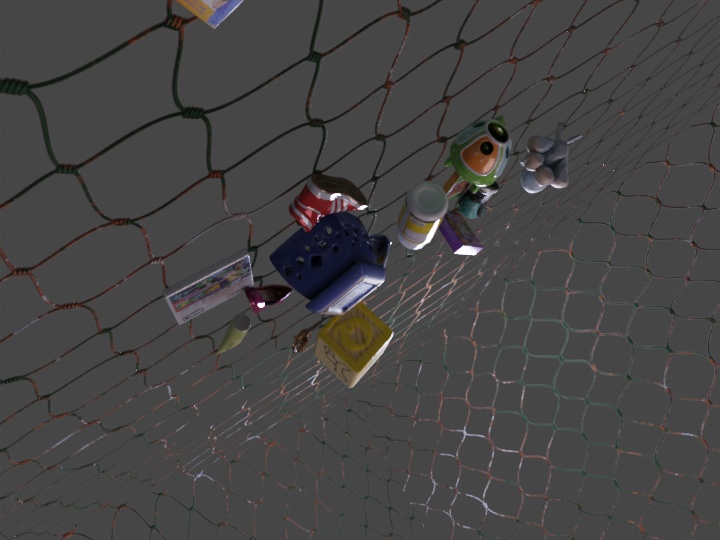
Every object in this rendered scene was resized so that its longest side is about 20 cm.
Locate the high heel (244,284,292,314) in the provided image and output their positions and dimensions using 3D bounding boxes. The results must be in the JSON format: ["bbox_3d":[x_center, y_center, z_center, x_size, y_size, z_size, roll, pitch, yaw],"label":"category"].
[{"bbox_3d":[-0.222,0.060,1.668,0.094,0.069,0.200,-23,171,1],"label":"high heel"}]

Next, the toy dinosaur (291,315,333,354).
[{"bbox_3d":[-0.179,0.209,2.251,0.199,0.060,0.107,-41,-171,27],"label":"toy dinosaur"}]

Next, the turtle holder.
[{"bbox_3d":[0.296,-0.283,1.597,0.183,0.143,0.132,-17,157,-40],"label":"turtle holder"}]

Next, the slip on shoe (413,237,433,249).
[{"bbox_3d":[0.185,-0.103,2.030,0.073,0.062,0.201,-31,165,-13],"label":"slip on shoe"}]

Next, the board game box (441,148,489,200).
[{"bbox_3d":[0.276,-0.251,1.856,0.094,0.030,0.200,-22,162,-37],"label":"board game box"}]

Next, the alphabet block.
[{"bbox_3d":[-0.029,0.244,2.295,0.197,0.194,0.201,-46,171,-23],"label":"alphabet block"}]

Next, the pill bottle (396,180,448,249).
[{"bbox_3d":[0.155,-0.137,1.784,0.110,0.113,0.201,-27,163,-19],"label":"pill bottle"}]

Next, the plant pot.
[{"bbox_3d":[-0.064,-0.009,1.606,0.198,0.182,0.199,-37,164,14],"label":"plant pot"}]

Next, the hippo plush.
[{"bbox_3d":[0.520,-0.320,1.997,0.160,0.156,0.205,-27,-138,67],"label":"hippo plush"}]

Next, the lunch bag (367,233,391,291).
[{"bbox_3d":[0.000,0.000,1.857,0.198,0.128,0.170,-35,167,-19],"label":"lunch bag"}]

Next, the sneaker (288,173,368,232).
[{"bbox_3d":[-0.071,-0.135,1.430,0.112,0.072,0.198,-45,153,23],"label":"sneaker"}]

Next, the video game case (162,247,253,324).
[{"bbox_3d":[-0.331,0.038,1.507,0.197,0.023,0.183,-28,163,-16],"label":"video game case"}]

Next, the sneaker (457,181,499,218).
[{"bbox_3d":[0.321,-0.203,1.892,0.122,0.083,0.200,-58,174,16],"label":"sneaker"}]

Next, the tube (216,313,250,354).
[{"bbox_3d":[-0.339,0.178,1.842,0.057,0.053,0.200,18,149,-14],"label":"tube"}]

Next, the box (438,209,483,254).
[{"bbox_3d":[0.294,-0.116,2.066,0.039,0.139,0.199,-37,164,22],"label":"box"}]

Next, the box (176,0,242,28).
[{"bbox_3d":[-0.129,-0.364,0.735,0.198,0.042,0.119,-36,163,15],"label":"box"}]
